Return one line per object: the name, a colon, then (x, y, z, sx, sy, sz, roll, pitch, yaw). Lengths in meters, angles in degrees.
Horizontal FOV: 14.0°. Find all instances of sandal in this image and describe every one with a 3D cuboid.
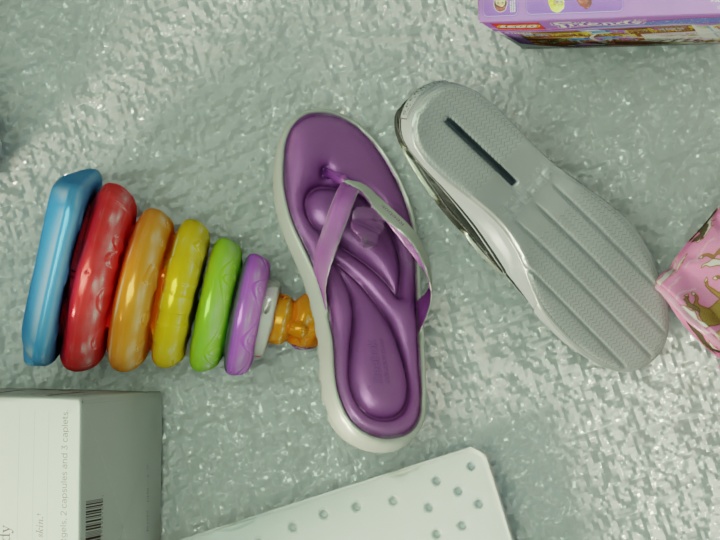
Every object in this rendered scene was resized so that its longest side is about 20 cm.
sandal: (0.007, -0.001, 1.630, 0.082, 0.050, 0.203, -4, 71, -27)

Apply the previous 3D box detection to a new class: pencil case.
pencil case: (0.247, -0.033, 1.578, 0.083, 0.087, 0.200, 41, 94, -9)

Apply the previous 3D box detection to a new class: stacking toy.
stacking toy: (-0.085, 0.018, 1.662, 0.199, 0.116, 0.110, 12, 98, -1)

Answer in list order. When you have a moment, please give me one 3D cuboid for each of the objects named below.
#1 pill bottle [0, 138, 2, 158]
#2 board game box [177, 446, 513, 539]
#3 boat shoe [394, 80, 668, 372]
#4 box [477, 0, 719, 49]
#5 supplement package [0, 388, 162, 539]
pill bottle: (-0.304, -0.119, 1.700, 0.112, 0.112, 0.200, -37, 81, 10)
board game box: (0.008, 0.223, 1.660, 0.199, 0.026, 0.201, -18, 85, 12)
boat shoe: (0.096, -0.029, 1.627, 0.072, 0.071, 0.200, -41, 100, -5)
box: (0.172, -0.147, 1.576, 0.199, 0.137, 0.039, -1, 88, 13)
supplement package: (-0.228, 0.143, 1.653, 0.199, 0.151, 0.152, 0, 89, 13)
